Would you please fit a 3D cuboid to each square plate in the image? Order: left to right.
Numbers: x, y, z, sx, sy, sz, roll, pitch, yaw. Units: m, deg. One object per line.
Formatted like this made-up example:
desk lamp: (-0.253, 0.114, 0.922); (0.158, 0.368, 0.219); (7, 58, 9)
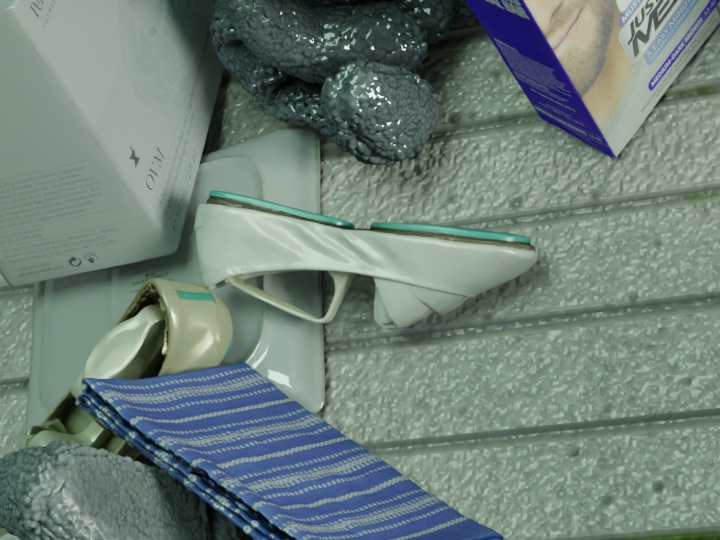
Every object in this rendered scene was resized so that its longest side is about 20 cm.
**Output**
square plate: (-0.116, 0.014, 1.304); (0.199, 0.028, 0.199); (-15, 55, 20)

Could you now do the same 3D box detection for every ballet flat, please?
ballet flat: (-0.151, 0.085, 1.229); (0.200, 0.069, 0.069); (-53, 51, 8)
ballet flat: (0.000, 0.000, 1.225); (0.199, 0.070, 0.070); (8, 65, 17)

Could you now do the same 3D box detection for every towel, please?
towel: (-0.033, 0.101, 1.128); (0.199, 0.144, 0.024); (33, 110, 29)

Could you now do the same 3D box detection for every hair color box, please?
hair color box: (0.117, -0.162, 1.173); (0.065, 0.200, 0.110); (31, 79, 38)

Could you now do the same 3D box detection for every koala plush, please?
koala plush: (-0.152, 0.200, 1.150); (0.199, 0.183, 0.179); (-24, 65, 38)
koala plush: (-0.033, -0.194, 1.256); (0.183, 0.200, 0.178); (19, 67, 36)

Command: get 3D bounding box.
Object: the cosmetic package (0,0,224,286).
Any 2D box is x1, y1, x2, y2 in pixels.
cosmetic package: (-0.182, -0.137, 1.295); (0.122, 0.200, 0.200); (-12, 44, 23)
